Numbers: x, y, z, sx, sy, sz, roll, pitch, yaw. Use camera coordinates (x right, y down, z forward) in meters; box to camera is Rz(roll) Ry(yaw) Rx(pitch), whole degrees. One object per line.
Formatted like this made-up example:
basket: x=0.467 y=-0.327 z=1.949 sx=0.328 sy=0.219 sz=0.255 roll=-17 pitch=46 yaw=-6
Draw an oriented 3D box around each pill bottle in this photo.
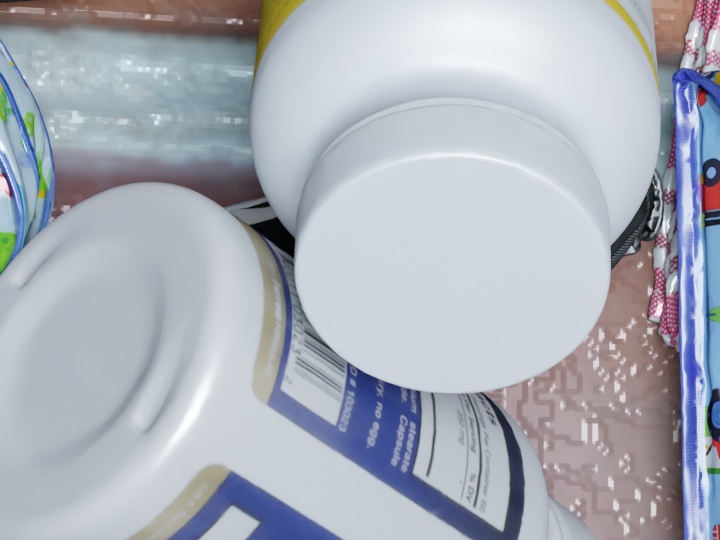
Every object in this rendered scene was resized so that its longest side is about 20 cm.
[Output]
pill bottle: x=-0.016 y=0.067 z=0.781 sx=0.200 sy=0.111 sz=0.111 roll=36 pitch=77 yaw=-40
pill bottle: x=0.027 y=-0.062 z=0.754 sx=0.112 sy=0.112 sz=0.200 roll=19 pitch=38 yaw=-12

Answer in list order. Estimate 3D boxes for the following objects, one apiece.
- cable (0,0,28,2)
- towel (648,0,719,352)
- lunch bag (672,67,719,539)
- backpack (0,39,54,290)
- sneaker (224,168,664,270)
cable: x=-0.068 y=-0.117 z=0.846 sx=0.200 sy=0.097 sz=0.050 roll=-7 pitch=77 yaw=-18
towel: x=0.183 y=-0.059 z=0.938 sx=0.146 sy=0.030 sz=0.200 roll=10 pitch=84 yaw=-14
lunch bag: x=0.184 y=0.036 z=0.886 sx=0.150 sy=0.094 sz=0.200 roll=-1 pitch=99 yaw=-19
backpack: x=-0.186 y=-0.006 z=0.796 sx=0.200 sy=0.154 sz=0.163 roll=-27 pitch=87 yaw=-28
sneaker: x=0.000 y=0.000 z=0.845 sx=0.200 sy=0.112 sz=0.073 roll=-25 pitch=93 yaw=-14
